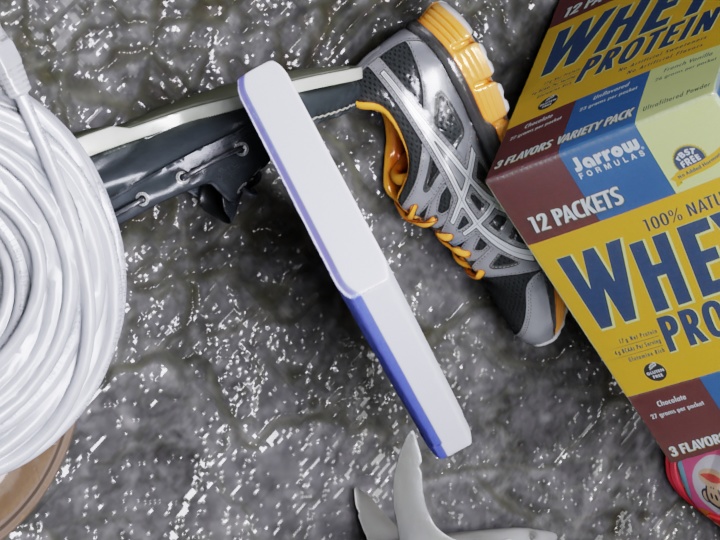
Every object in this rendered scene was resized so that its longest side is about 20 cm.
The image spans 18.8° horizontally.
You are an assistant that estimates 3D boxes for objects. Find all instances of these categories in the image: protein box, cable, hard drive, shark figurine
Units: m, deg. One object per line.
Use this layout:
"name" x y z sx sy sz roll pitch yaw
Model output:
"protein box" 0.193 -0.047 1.170 0.200 0.135 0.199 55 34 -23
"cable" -0.208 0.003 0.996 0.200 0.069 0.200 -35 110 -11
"hard drive" 0.000 0.000 1.069 0.025 0.132 0.200 -28 151 0
"shark figurine" 0.022 0.148 1.170 0.128 0.214 0.090 -32 71 7

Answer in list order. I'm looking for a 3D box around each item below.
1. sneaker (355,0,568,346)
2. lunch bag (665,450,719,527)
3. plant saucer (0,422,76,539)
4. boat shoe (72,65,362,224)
"sneaker" 0.054 -0.044 1.184 0.077 0.078 0.201 -27 108 -6
"lunch bag" 0.285 0.120 1.323 0.200 0.082 0.177 34 80 -29
"plant saucer" -0.225 0.059 1.060 0.199 0.029 0.201 -4 99 -28
"boat shoe" -0.085 -0.052 1.095 0.199 0.074 0.066 -20 100 -23
